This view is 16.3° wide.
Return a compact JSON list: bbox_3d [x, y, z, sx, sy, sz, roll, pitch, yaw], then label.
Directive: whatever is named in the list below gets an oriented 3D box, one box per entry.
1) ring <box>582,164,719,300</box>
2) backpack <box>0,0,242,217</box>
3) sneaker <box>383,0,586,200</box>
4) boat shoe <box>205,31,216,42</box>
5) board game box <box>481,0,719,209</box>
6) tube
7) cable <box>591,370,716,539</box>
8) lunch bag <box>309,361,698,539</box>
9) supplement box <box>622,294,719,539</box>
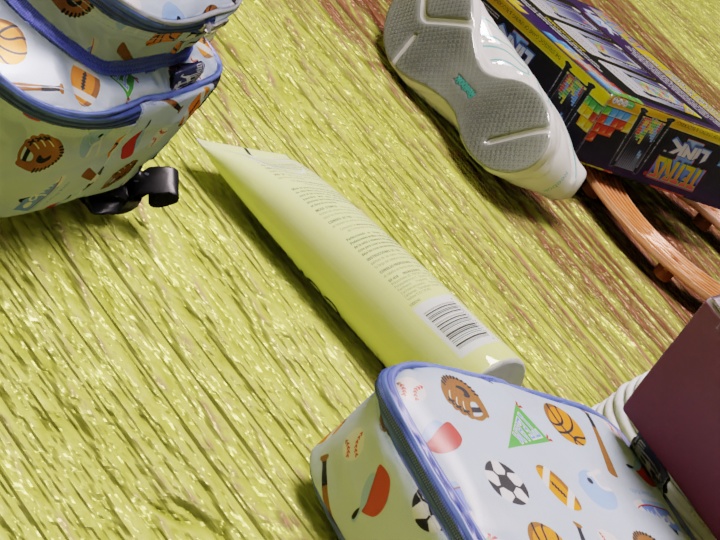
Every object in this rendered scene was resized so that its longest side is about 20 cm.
[{"bbox_3d":[0.222,-0.019,1.702,0.200,0.019,0.201,35,21,-15],"label":"ring"},{"bbox_3d":[-0.156,-0.112,1.075,0.200,0.154,0.190,44,31,5],"label":"backpack"},{"bbox_3d":[0.077,-0.114,1.601,0.080,0.070,0.201,39,16,-49],"label":"sneaker"},{"bbox_3d":[-0.133,-0.170,1.338,0.200,0.066,0.072,12,33,-51],"label":"boat shoe"},{"bbox_3d":[0.156,-0.130,1.728,0.165,0.057,0.200,17,23,-42],"label":"board game box"},{"bbox_3d":[0.000,0.000,1.246,0.200,0.052,0.058,46,-20,27],"label":"tube"},{"bbox_3d":[0.195,0.130,1.265,0.200,0.069,0.200,31,22,-20],"label":"cable"},{"bbox_3d":[0.081,0.123,1.082,0.200,0.076,0.160,14,34,-47],"label":"lunch bag"},{"bbox_3d":[0.236,0.058,1.158,0.199,0.086,0.111,-15,61,-38],"label":"supplement box"}]
